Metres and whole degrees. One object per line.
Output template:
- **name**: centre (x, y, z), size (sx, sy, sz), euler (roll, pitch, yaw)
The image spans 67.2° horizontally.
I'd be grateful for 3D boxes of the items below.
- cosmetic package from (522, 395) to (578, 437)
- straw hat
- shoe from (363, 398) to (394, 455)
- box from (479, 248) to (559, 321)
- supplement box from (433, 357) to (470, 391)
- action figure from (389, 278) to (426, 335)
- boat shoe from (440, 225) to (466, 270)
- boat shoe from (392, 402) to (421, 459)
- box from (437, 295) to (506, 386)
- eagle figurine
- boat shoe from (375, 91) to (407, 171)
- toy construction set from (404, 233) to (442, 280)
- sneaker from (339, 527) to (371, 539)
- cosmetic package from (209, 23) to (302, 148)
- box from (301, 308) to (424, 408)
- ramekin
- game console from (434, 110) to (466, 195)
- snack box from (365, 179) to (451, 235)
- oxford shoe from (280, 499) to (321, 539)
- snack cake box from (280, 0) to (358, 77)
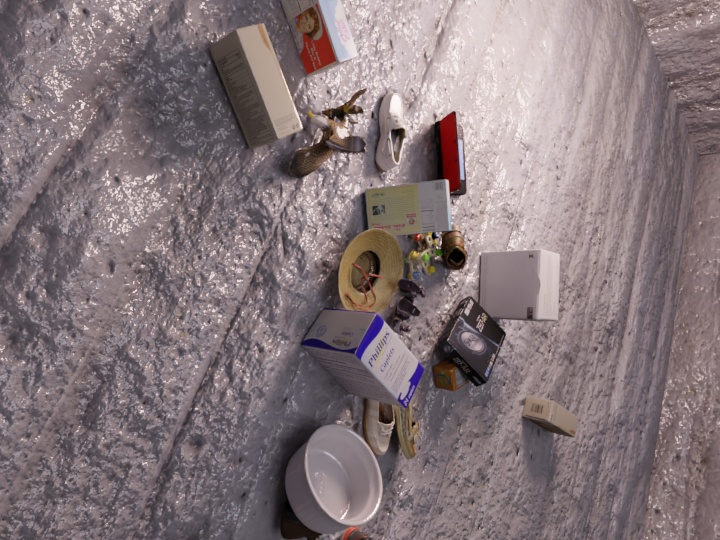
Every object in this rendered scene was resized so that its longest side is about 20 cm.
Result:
- **cosmetic package**: centre (0.639, 0.492, 1.820), size (0.199, 0.104, 0.072), euler (33, 68, -36)
- **straw hat**: centre (0.000, 0.000, 1.238), size (0.198, 0.085, 0.205), euler (-10, 106, -36)
- **shoe**: centre (0.046, 0.344, 1.291), size (0.069, 0.053, 0.204), euler (-7, 94, -43)
- **box**: centre (0.470, 0.046, 1.606), size (0.129, 0.198, 0.203), euler (9, 83, -44)
- **supplement box**: centre (0.290, 0.270, 1.519), size (0.198, 0.066, 0.070), euler (-14, 100, -43)
- **action figure**: centre (0.113, 0.088, 1.305), size (0.200, 0.068, 0.132), euler (78, 29, -74)
- **boat shoe**: centre (0.247, -0.039, 1.442), size (0.200, 0.071, 0.069), euler (56, 23, -59)
- **boat shoe**: centre (0.117, 0.366, 1.334), size (0.073, 0.062, 0.204), euler (-70, 149, -80)
- **box**: centre (0.311, 0.190, 1.495), size (0.160, 0.043, 0.200), euler (46, 46, -7)
- **eagle figurine**: centre (-0.061, -0.278, 1.154), size (0.148, 0.152, 0.203), euler (13, 58, -6)
- **boat shoe**: centre (0.087, -0.348, 1.342), size (0.070, 0.069, 0.204), euler (11, 81, -41)
- **toy construction set**: centre (0.147, -0.089, 1.384), size (0.131, 0.091, 0.203), euler (-40, 126, -36)
- **sneaker**: centre (-0.023, 0.679, 1.196), size (0.076, 0.081, 0.204), euler (23, 73, -40)
- **cosmetic package**: centre (-0.199, -0.348, 1.037), size (0.071, 0.104, 0.203), euler (-34, 113, -39)
- **box**: centre (0.007, 0.186, 1.170), size (0.201, 0.182, 0.106), euler (50, 59, -30)
- **ramekin**: centre (-0.059, 0.430, 1.109), size (0.199, 0.098, 0.202), euler (30, 37, -26)
- **game console**: centre (0.271, -0.314, 1.483), size (0.170, 0.118, 0.204), euler (-6, 93, -43)
- **snack box**: centre (0.111, -0.143, 1.276), size (0.037, 0.196, 0.119), euler (-10, 97, -71)
- **oxford shoe**: centre (-0.091, 0.526, 1.156), size (0.198, 0.072, 0.086), euler (10, 97, -40)
- **snack cake box**: centre (-0.092, -0.531, 1.145), size (0.067, 0.114, 0.203), euler (-33, 111, -39)
